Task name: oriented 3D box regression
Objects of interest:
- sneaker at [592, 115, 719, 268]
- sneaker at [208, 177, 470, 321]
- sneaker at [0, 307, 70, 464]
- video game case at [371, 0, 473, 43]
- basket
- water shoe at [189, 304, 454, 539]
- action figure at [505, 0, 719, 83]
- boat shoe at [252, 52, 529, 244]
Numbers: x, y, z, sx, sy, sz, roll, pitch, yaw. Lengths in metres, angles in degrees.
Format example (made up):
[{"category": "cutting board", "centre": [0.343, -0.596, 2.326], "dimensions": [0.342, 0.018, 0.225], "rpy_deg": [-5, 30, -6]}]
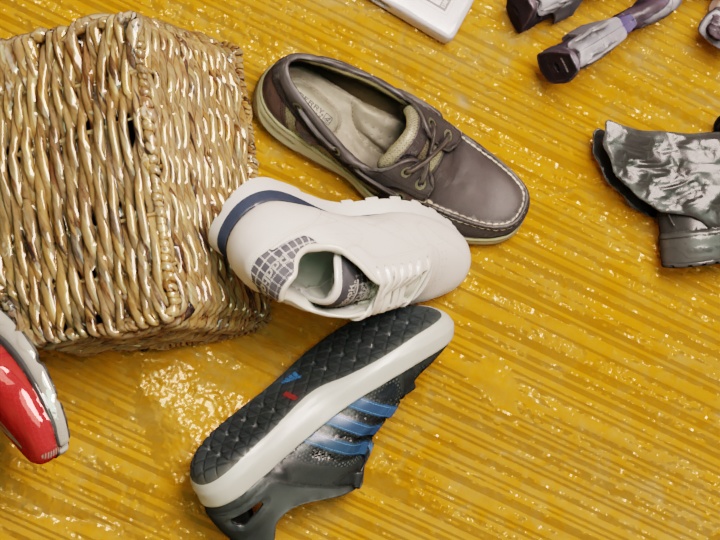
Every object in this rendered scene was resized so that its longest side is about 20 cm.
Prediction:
[{"category": "sneaker", "centre": [0.260, -0.060, 1.312], "dimensions": [0.198, 0.060, 0.105], "rpy_deg": [-8, 89, -8]}, {"category": "sneaker", "centre": [0.000, 0.000, 1.211], "dimensions": [0.199, 0.080, 0.077], "rpy_deg": [4, 119, -42]}, {"category": "sneaker", "centre": [-0.258, 0.052, 1.170], "dimensions": [0.200, 0.077, 0.085], "rpy_deg": [43, 59, 8]}, {"category": "video game case", "centre": [0.028, -0.283, 1.318], "dimensions": [0.181, 0.023, 0.201], "rpy_deg": [30, 80, -6]}, {"category": "basket", "centre": [-0.153, -0.048, 1.236], "dimensions": [0.142, 0.149, 0.201], "rpy_deg": [-11, 84, 22]}, {"category": "water shoe", "centre": [-0.018, 0.098, 1.250], "dimensions": [0.199, 0.071, 0.079], "rpy_deg": [-34, 117, -14]}, {"category": "action figure", "centre": [0.202, -0.194, 1.316], "dimensions": [0.199, 0.069, 0.131], "rpy_deg": [-28, 84, -15]}, {"category": "boat shoe", "centre": [0.023, -0.078, 1.269], "dimensions": [0.199, 0.065, 0.074], "rpy_deg": [25, 78, -7]}]
